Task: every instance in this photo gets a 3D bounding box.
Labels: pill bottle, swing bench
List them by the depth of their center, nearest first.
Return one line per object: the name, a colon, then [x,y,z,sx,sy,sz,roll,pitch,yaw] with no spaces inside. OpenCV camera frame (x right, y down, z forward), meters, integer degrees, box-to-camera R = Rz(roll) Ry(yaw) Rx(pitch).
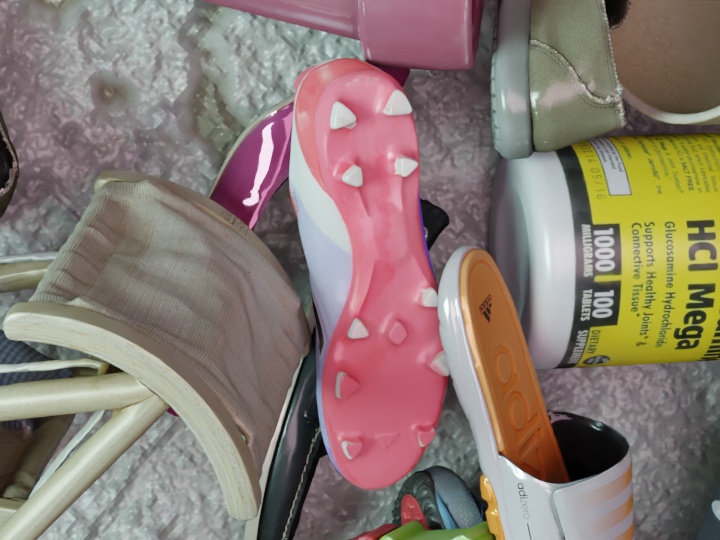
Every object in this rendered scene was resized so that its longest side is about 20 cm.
swing bench: [-0.138,0.050,1.120,0.199,0.199,0.130,-25,104,12]
pill bottle: [0.170,-0.012,1.255,0.198,0.112,0.113,-3,93,-10]

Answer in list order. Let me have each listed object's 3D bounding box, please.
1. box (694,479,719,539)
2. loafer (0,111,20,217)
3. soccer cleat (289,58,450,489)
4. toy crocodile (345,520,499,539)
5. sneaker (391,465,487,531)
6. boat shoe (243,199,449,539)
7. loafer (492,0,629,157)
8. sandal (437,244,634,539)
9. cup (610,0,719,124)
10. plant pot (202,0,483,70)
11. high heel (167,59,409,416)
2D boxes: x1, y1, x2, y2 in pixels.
box: [0.230,0.142,1.179,0.106,0.122,0.201,30,79,-29]
loafer: [-0.208,-0.113,1.196,0.075,0.069,0.201,-32,103,-28]
soccer cleat: [0.000,0.000,1.188,0.066,0.076,0.202,-10,106,-18]
toy crocodile: [-0.021,0.159,1.221,0.199,0.067,0.062,-27,85,30]
sneaker: [0.095,0.166,1.281,0.095,0.079,0.200,-42,106,-20]
boat shoe: [-0.005,0.052,1.247,0.066,0.075,0.201,17,80,1]
loafer: [0.102,-0.144,1.221,0.069,0.075,0.202,4,68,5]
sandal: [0.091,0.085,1.182,0.059,0.079,0.208,-9,111,29]
cup: [0.219,-0.163,1.234,0.142,0.200,0.202,6,92,-33]
plant pot: [-0.029,-0.197,1.182,0.177,0.200,0.202,3,92,5]
high heel: [-0.042,-0.020,1.235,0.199,0.067,0.096,-35,88,-2]
